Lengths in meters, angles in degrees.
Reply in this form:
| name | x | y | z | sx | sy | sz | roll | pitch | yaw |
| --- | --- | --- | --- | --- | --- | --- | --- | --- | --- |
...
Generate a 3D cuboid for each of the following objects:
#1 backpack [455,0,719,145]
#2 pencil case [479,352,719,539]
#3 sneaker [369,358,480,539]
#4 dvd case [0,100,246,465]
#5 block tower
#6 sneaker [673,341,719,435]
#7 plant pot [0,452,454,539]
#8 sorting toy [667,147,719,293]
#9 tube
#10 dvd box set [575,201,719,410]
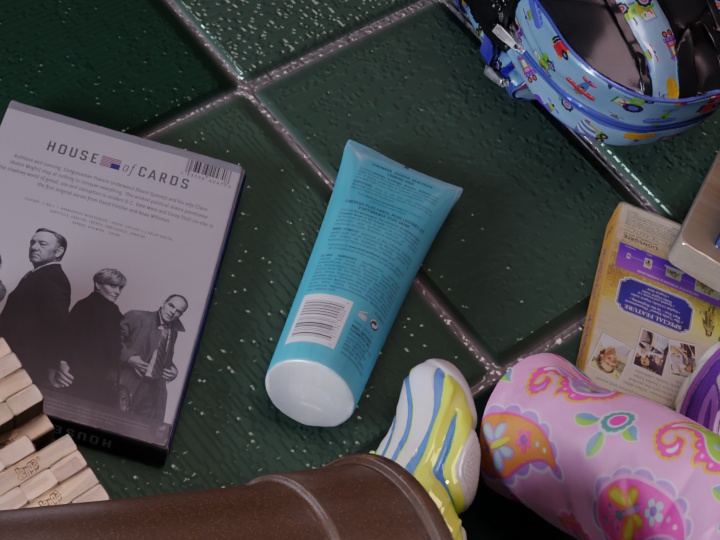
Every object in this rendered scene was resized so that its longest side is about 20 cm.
| name | x | y | z | sx | sy | sz | roll | pitch | yaw |
| --- | --- | --- | --- | --- | --- | --- | --- | --- | --- |
| backpack | 0.171 | -0.164 | 1.088 | 0.181 | 0.135 | 0.201 | -13 | 59 | -25 |
| pencil case | 0.145 | 0.107 | 0.825 | 0.087 | 0.088 | 0.199 | -21 | 25 | -29 |
| sneaker | 0.004 | 0.129 | 0.863 | 0.104 | 0.076 | 0.202 | 10 | 54 | -9 |
| dvd case | -0.157 | 0.001 | 0.938 | 0.148 | 0.025 | 0.202 | 16 | 52 | -5 |
| block tower | -0.175 | 0.095 | 0.828 | 0.057 | 0.054 | 0.201 | -29 | 75 | -23 |
| sneaker | 0.254 | 0.043 | 0.919 | 0.200 | 0.083 | 0.081 | -43 | 81 | -1 |
| plant pot | -0.082 | 0.177 | 0.699 | 0.196 | 0.201 | 0.202 | 4 | 53 | -28 |
| sorting toy | 0.318 | -0.029 | 1.049 | 0.199 | 0.070 | 0.199 | 31 | 39 | 6 |
| tube | 0.000 | 0.000 | 0.967 | 0.077 | 0.051 | 0.201 | 26 | 47 | -3 |
| dvd box set | 0.202 | 0.063 | 0.998 | 0.145 | 0.030 | 0.201 | 21 | 51 | -3 |
